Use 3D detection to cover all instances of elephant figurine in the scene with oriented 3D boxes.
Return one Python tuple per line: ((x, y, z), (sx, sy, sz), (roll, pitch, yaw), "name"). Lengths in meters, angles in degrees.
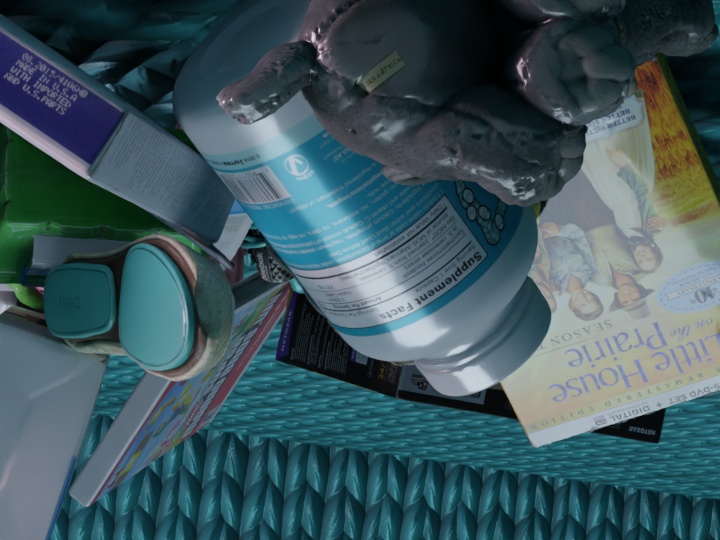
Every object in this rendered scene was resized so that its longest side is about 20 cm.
((0.055, -0.090, 0.966), (0.155, 0.142, 0.200), (31, -173, 4), "elephant figurine")

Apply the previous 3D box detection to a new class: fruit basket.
((-0.156, -0.013, 1.292), (0.185, 0.094, 0.200), (4, 155, -15), "fruit basket")

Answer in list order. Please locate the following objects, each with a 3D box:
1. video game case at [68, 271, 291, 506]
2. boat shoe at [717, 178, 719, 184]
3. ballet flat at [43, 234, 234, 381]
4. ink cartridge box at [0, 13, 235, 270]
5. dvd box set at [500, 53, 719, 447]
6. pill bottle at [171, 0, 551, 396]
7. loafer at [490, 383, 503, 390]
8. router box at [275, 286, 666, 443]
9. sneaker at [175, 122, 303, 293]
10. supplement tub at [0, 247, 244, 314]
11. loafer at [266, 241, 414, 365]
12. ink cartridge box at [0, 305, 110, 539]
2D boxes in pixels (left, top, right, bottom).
((-0.101, 0.063, 1.444), (0.017, 0.143, 0.200), (37, -160, 8), "video game case")
((0.224, -0.023, 1.221), (0.199, 0.062, 0.073), (-17, 134, 4), "boat shoe")
((-0.095, 0.014, 1.126), (0.062, 0.068, 0.200), (1, -175, -28), "ballet flat")
((-0.154, -0.085, 1.091), (0.199, 0.041, 0.200), (33, 179, 19), "ink cartridge box")
((0.115, -0.011, 1.163), (0.146, 0.029, 0.200), (-18, 121, 16), "dvd box set")
((0.009, -0.035, 1.071), (0.111, 0.111, 0.200), (-5, 131, 47), "pill bottle")
((0.094, 0.002, 1.259), (0.069, 0.075, 0.200), (18, 149, 6), "loafer")
((0.070, 0.059, 1.453), (0.199, 0.052, 0.157), (12, 180, -29), "router box")
((-0.048, -0.040, 1.369), (0.077, 0.092, 0.200), (0, 165, 27), "sneaker")
((-0.185, -0.009, 1.488), (0.199, 0.123, 0.122), (1, 173, -24), "supplement tub")
((0.000, 0.000, 1.249), (0.075, 0.070, 0.200), (-34, -159, 7), "loafer")
((-0.186, 0.086, 1.288), (0.067, 0.116, 0.200), (18, 180, -5), "ink cartridge box")
